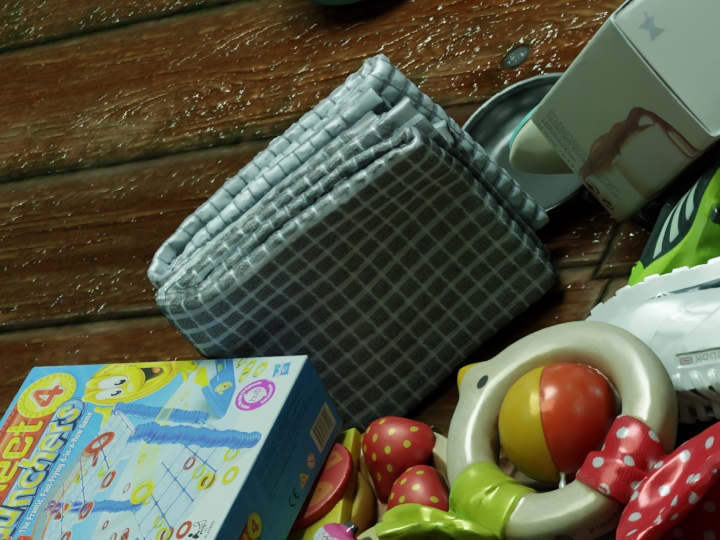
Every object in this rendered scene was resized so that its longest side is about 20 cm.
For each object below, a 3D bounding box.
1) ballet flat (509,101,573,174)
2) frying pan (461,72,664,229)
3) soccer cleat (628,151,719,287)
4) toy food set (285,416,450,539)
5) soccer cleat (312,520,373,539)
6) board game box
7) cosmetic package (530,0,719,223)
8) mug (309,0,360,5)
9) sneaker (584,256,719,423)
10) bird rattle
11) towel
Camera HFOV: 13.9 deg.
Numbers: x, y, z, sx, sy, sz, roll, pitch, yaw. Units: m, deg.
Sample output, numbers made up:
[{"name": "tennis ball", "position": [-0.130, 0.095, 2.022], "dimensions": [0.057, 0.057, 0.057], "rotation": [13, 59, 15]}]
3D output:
[{"name": "ballet flat", "position": [0.182, -0.104, 1.740], "dimensions": [0.200, 0.070, 0.069], "rotation": [-33, 29, -10]}, {"name": "frying pan", "position": [0.137, -0.069, 1.791], "dimensions": [0.189, 0.031, 0.115], "rotation": [7, 58, 36]}, {"name": "soccer cleat", "position": [0.199, -0.038, 1.588], "dimensions": [0.200, 0.067, 0.081], "rotation": [-54, 22, 35]}, {"name": "toy food set", "position": [-0.024, 0.162, 1.653], "dimensions": [0.197, 0.049, 0.200], "rotation": [-25, 34, 26]}, {"name": "soccer cleat", "position": [0.018, 0.208, 1.483], "dimensions": [0.086, 0.070, 0.200], "rotation": [-45, 50, 1]}, {"name": "board game box", "position": [-0.136, 0.138, 1.660], "dimensions": [0.195, 0.056, 0.200], "rotation": [-4, 41, 30]}, {"name": "cosmetic package", "position": [0.173, -0.107, 1.610], "dimensions": [0.103, 0.087, 0.200], "rotation": [-39, -4, -13]}, {"name": "mug", "position": [0.005, -0.268, 2.117], "dimensions": [0.185, 0.114, 0.152], "rotation": [-9, 42, 41]}, {"name": "sneaker", "position": [0.187, 0.045, 1.552], "dimensions": [0.200, 0.076, 0.081], "rotation": [-27, 42, 24]}, {"name": "bird rattle", "position": [0.105, 0.095, 1.510], "dimensions": [0.200, 0.113, 0.164], "rotation": [-25, 48, 31]}, {"name": "towel", "position": [0.000, 0.000, 1.717], "dimensions": [0.200, 0.166, 0.086], "rotation": [-39, 31, 10]}]
